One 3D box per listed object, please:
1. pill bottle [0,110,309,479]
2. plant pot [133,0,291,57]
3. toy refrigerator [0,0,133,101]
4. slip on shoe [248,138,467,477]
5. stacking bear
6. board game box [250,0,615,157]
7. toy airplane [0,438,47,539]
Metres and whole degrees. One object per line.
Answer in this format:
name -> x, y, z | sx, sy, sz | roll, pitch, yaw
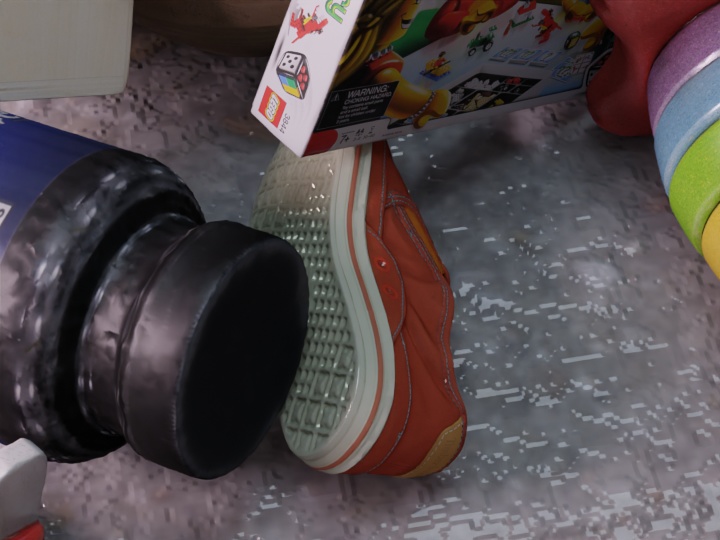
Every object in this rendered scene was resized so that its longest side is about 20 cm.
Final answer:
pill bottle -> -0.124, 0.002, 0.671 | 0.200, 0.112, 0.112 | 18, 53, 23
plant pot -> -0.047, -0.159, 0.826 | 0.200, 0.093, 0.201 | -1, 51, 1
toy refrigerator -> -0.174, -0.126, 0.757 | 0.070, 0.076, 0.200 | -8, 23, -41
slip on shoe -> 0.000, 0.000, 0.723 | 0.061, 0.074, 0.200 | 23, 36, -28
stacking bear -> 0.170, -0.022, 0.710 | 0.114, 0.121, 0.200 | -16, 62, -3
board game box -> 0.058, -0.116, 0.723 | 0.200, 0.126, 0.035 | -16, 50, -44
toy airplane -> -0.169, 0.115, 0.576 | 0.200, 0.141, 0.199 | -3, 51, -2
